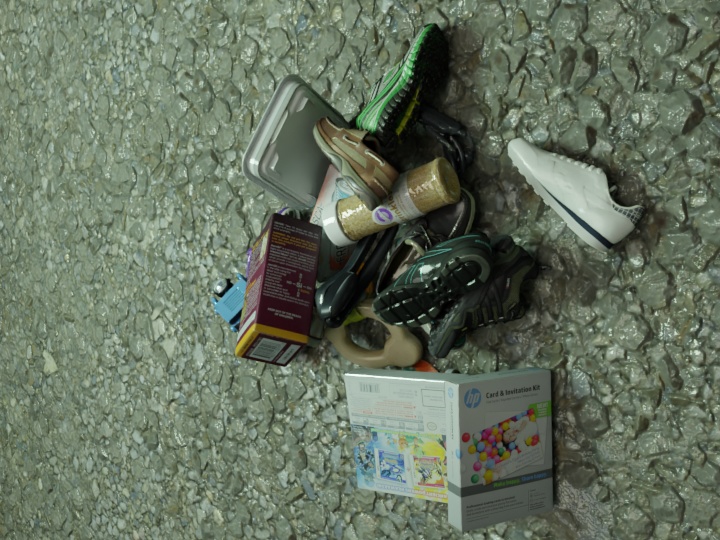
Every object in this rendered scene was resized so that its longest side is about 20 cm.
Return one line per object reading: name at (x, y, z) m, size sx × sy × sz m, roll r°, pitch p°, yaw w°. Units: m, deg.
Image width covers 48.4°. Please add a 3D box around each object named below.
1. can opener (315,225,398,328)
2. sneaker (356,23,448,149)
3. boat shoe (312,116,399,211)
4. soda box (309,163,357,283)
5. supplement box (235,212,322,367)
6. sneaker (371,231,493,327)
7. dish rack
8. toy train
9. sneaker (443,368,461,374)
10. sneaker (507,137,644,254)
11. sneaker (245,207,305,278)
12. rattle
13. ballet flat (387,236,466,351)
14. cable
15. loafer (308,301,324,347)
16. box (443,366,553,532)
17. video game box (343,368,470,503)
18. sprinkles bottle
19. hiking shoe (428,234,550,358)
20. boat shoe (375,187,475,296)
can opener at (0.000, 0.000, 1.194) m, size 0.079 × 0.200 × 0.063 m, roll -2°, pitch 137°, yaw 52°
sneaker at (0.057, -0.276, 1.164) m, size 0.085 × 0.078 × 0.200 m, roll 26°, pitch 80°, yaw 39°
boat shoe at (-0.003, -0.163, 1.132) m, size 0.072 × 0.076 × 0.200 m, roll -40°, pitch 49°, yaw 6°
soda box at (-0.035, -0.077, 1.279) m, size 0.068 × 0.063 × 0.200 m, roll 45°, pitch 133°, yaw 27°
supplement box at (-0.123, 0.030, 1.218) m, size 0.110 × 0.085 × 0.201 m, roll 133°, pitch 148°, yaw -56°
sneaker at (0.101, 0.014, 1.097) m, size 0.200 × 0.079 × 0.075 m, roll -29°, pitch 117°, yaw 32°
dish rack at (-0.084, -0.186, 1.225) m, size 0.043 × 0.200 × 0.172 m, roll 26°, pitch 88°, yaw 31°
toy train at (-0.171, 0.087, 1.353) m, size 0.087 × 0.200 × 0.114 m, roll -44°, pitch 43°, yaw -6°
sneaker at (0.101, 0.241, 1.223) m, size 0.112 × 0.071 × 0.201 m, roll 8°, pitch 102°, yaw 35°
sneaker at (0.277, -0.114, 1.052) m, size 0.200 × 0.076 × 0.081 m, roll 48°, pitch 110°, yaw 19°
sneaker at (-0.165, -0.032, 1.406) m, size 0.083 × 0.080 × 0.200 m, roll 47°, pitch 122°, yaw 32°
rattle at (0.051, 0.098, 1.279) m, size 0.200 × 0.143 × 0.130 m, roll 28°, pitch 110°, yaw -5°
ballet flat at (0.098, 0.042, 1.217) m, size 0.069 × 0.069 × 0.200 m, roll -42°, pitch 65°, yaw 34°
cable at (0.076, -0.175, 1.220) m, size 0.200 × 0.051 × 0.164 m, roll 34°, pitch 119°, yaw 28°
loafer at (-0.092, 0.056, 1.329) m, size 0.063 × 0.072 × 0.200 m, roll -61°, pitch 25°, yaw 13°
box at (0.191, 0.241, 1.097) m, size 0.041 × 0.155 × 0.201 m, roll 5°, pitch 98°, yaw 64°
video game box at (0.075, 0.238, 1.169) m, size 0.200 × 0.047 × 0.183 m, roll -1°, pitch 97°, yaw 36°
sprinkles bottle at (0.041, -0.096, 1.141) m, size 0.200 × 0.068 × 0.068 m, roll -20°, pitch 82°, yaw 30°
hiking shoe at (0.176, 0.054, 1.110) m, size 0.101 × 0.076 × 0.200 m, roll 33°, pitch 104°, yaw -9°
boat shoe at (0.091, -0.033, 1.148) m, size 0.072 × 0.065 × 0.200 m, roll 42°, pitch 105°, yaw 21°
